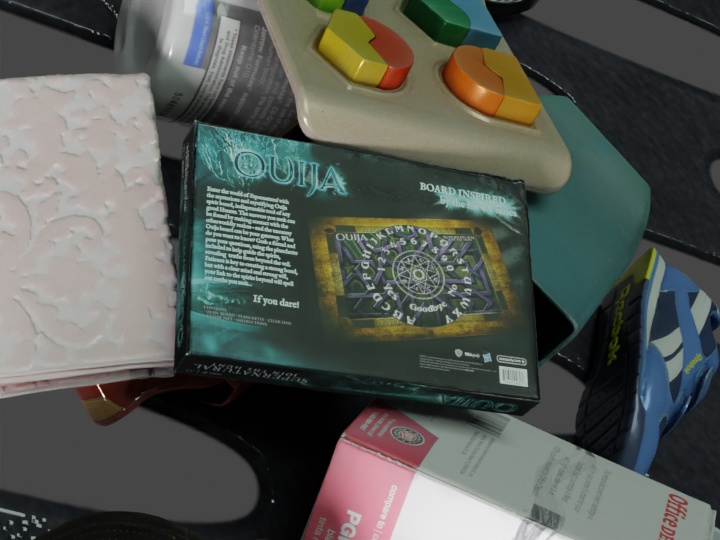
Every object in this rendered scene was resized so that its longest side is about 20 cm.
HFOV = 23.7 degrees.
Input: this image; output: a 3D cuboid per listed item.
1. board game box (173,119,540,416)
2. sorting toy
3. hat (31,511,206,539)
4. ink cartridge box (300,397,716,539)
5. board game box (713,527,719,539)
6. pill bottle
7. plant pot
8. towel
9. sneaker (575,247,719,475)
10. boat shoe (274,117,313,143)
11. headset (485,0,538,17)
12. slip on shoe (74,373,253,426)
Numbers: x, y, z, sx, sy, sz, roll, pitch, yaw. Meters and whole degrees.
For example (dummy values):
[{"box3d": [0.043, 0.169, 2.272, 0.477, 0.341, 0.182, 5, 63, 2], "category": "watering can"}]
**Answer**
[{"box3d": [0.000, 0.000, 0.920, 0.198, 0.028, 0.136, 9, 63, -20], "category": "board game box"}, {"box3d": [0.026, -0.139, 1.027, 0.184, 0.037, 0.201, 11, 41, -28], "category": "sorting toy"}, {"box3d": [-0.121, 0.222, 0.818, 0.081, 0.199, 0.202, 61, 24, -53], "category": "hat"}, {"box3d": [0.083, 0.143, 0.933, 0.199, 0.083, 0.146, 24, 15, 10], "category": "ink cartridge box"}, {"box3d": [0.206, 0.224, 1.007, 0.199, 0.026, 0.200, 30, 32, 20], "category": "board game box"}, {"box3d": [-0.048, -0.135, 1.096, 0.199, 0.114, 0.115, 12, 54, -27], "category": "pill bottle"}, {"box3d": [0.093, -0.020, 1.101, 0.141, 0.141, 0.200, 47, 41, 3], "category": "plant pot"}, {"box3d": [-0.197, -0.020, 0.929, 0.189, 0.032, 0.201, -5, 57, -8], "category": "towel"}, {"box3d": [0.199, 0.074, 1.147, 0.082, 0.074, 0.201, 33, 48, -13], "category": "sneaker"}, {"box3d": [-0.050, -0.034, 0.980, 0.074, 0.069, 0.200, 18, 34, 4], "category": "boat shoe"}, {"box3d": [0.122, -0.264, 1.344, 0.199, 0.094, 0.124, -26, 80, -26], "category": "headset"}, {"box3d": [-0.080, 0.046, 0.988, 0.199, 0.074, 0.062, -11, 89, -39], "category": "slip on shoe"}]
